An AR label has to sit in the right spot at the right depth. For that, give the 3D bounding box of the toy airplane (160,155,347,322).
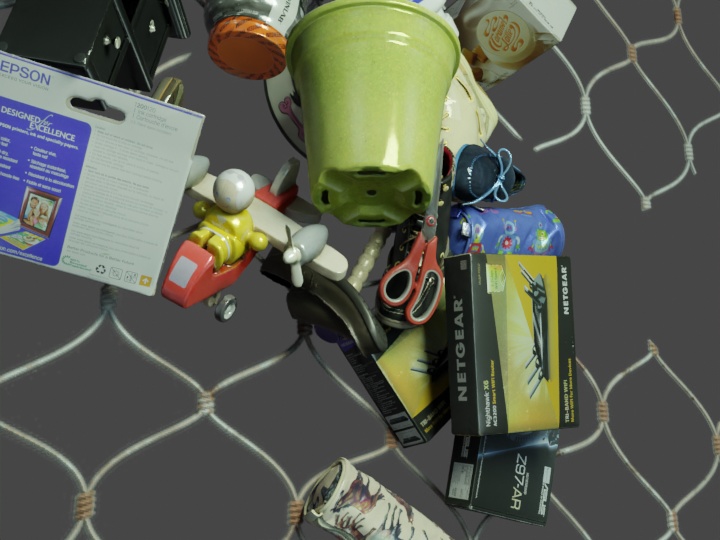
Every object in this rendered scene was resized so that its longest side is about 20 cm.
[{"bbox_3d":[-0.123,-0.060,1.113,0.196,0.142,0.202,-7,54,-8],"label":"toy airplane"}]

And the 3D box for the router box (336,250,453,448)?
[{"bbox_3d":[0.083,0.094,1.282,0.199,0.052,0.158,-39,98,-38],"label":"router box"}]

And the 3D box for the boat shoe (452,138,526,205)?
[{"bbox_3d":[0.169,-0.128,1.334,0.200,0.068,0.086,-26,126,-65],"label":"boat shoe"}]

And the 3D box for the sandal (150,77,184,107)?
[{"bbox_3d":[-0.255,-0.129,1.090,0.054,0.082,0.202,29,74,3],"label":"sandal"}]

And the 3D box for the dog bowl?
[{"bbox_3d":[-0.020,-0.231,1.307,0.197,0.073,0.204,13,68,-33],"label":"dog bowl"}]

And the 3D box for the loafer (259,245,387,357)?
[{"bbox_3d":[-0.044,0.037,1.163,0.071,0.200,0.073,-41,143,-6],"label":"loafer"}]

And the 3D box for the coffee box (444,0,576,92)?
[{"bbox_3d":[0.175,-0.322,1.397,0.114,0.199,0.080,41,54,-17],"label":"coffee box"}]

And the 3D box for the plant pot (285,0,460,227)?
[{"bbox_3d":[0.013,-0.157,1.121,0.198,0.200,0.187,17,59,-30],"label":"plant pot"}]

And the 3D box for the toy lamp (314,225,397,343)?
[{"bbox_3d":[0.000,0.000,1.253,0.058,0.058,0.202,39,54,-18],"label":"toy lamp"}]

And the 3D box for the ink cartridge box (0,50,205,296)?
[{"bbox_3d":[-0.265,-0.092,0.990,0.195,0.202,0.044,16,26,-13],"label":"ink cartridge box"}]

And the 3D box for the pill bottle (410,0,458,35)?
[{"bbox_3d":[0.039,-0.355,1.266,0.112,0.111,0.202,-48,116,-36],"label":"pill bottle"}]

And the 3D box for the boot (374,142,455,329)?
[{"bbox_3d":[0.066,-0.043,1.211,0.072,0.153,0.201,13,38,15],"label":"boot"}]

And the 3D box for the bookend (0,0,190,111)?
[{"bbox_3d":[-0.260,-0.233,1.048,0.090,0.200,0.203,10,64,8],"label":"bookend"}]

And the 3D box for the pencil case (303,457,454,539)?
[{"bbox_3d":[0.024,0.292,1.155,0.199,0.078,0.090,39,36,-19],"label":"pencil case"}]

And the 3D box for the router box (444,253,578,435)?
[{"bbox_3d":[0.176,0.084,1.203,0.155,0.052,0.204,0,84,-33],"label":"router box"}]

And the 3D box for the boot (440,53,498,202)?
[{"bbox_3d":[0.099,-0.205,1.375,0.200,0.072,0.157,47,53,-34],"label":"boot"}]

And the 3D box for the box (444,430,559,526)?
[{"bbox_3d":[0.182,0.202,1.280,0.159,0.043,0.204,24,72,-42],"label":"box"}]

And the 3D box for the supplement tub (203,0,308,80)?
[{"bbox_3d":[-0.119,-0.339,1.240,0.121,0.122,0.203,20,63,-29],"label":"supplement tub"}]

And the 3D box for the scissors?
[{"bbox_3d":[0.080,-0.041,1.158,0.072,0.014,0.203,23,85,-15],"label":"scissors"}]

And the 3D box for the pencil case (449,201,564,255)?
[{"bbox_3d":[0.185,-0.048,1.386,0.197,0.078,0.088,-1,108,-37],"label":"pencil case"}]
